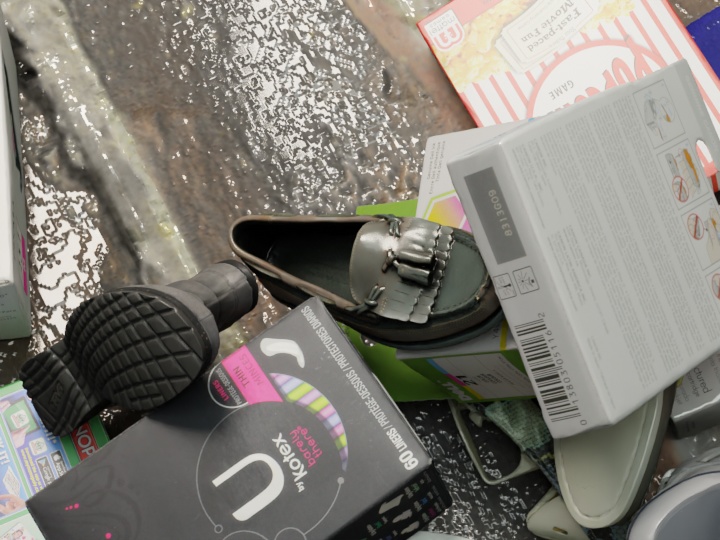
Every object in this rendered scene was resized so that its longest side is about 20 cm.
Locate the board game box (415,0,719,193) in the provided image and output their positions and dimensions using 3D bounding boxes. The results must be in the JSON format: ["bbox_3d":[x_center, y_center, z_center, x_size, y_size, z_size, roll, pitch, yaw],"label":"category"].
[{"bbox_3d":[0.150,-0.117,1.172,0.151,0.046,0.201,-32,72,6],"label":"board game box"}]

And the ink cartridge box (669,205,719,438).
[{"bbox_3d":[0.265,0.010,1.112,0.198,0.067,0.117,-25,70,6],"label":"ink cartridge box"}]

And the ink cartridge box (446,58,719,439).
[{"bbox_3d":[0.147,-0.019,0.991,0.199,0.047,0.162,-26,95,-46],"label":"ink cartridge box"}]

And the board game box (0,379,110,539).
[{"bbox_3d":[-0.196,0.168,1.062,0.133,0.029,0.202,-20,70,-13],"label":"board game box"}]

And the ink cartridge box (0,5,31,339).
[{"bbox_3d":[-0.236,-0.081,1.082,0.043,0.174,0.202,-5,68,-6],"label":"ink cartridge box"}]

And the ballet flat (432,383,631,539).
[{"bbox_3d":[0.114,0.123,1.093,0.074,0.074,0.200,-34,72,-17],"label":"ballet flat"}]

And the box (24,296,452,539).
[{"bbox_3d":[-0.064,0.130,0.990,0.199,0.106,0.123,-36,68,-4],"label":"box"}]

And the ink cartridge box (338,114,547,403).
[{"bbox_3d":[0.050,0.000,1.068,0.198,0.076,0.149,-7,63,35],"label":"ink cartridge box"}]

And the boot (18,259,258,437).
[{"bbox_3d":[-0.107,0.027,1.023,0.131,0.199,0.070,-31,97,-36],"label":"boot"}]

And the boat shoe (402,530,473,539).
[{"bbox_3d":[0.066,0.196,1.046,0.197,0.076,0.061,4,61,-2],"label":"boat shoe"}]

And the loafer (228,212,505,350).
[{"bbox_3d":[0.000,0.000,1.015,0.199,0.063,0.073,6,72,46],"label":"loafer"}]

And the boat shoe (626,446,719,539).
[{"bbox_3d":[0.207,0.143,1.045,0.065,0.199,0.075,15,102,42],"label":"boat shoe"}]

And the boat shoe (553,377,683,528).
[{"bbox_3d":[0.162,0.056,1.051,0.072,0.060,0.204,-6,68,40],"label":"boat shoe"}]

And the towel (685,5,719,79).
[{"bbox_3d":[0.306,-0.134,1.218,0.199,0.050,0.148,-31,66,-15],"label":"towel"}]
